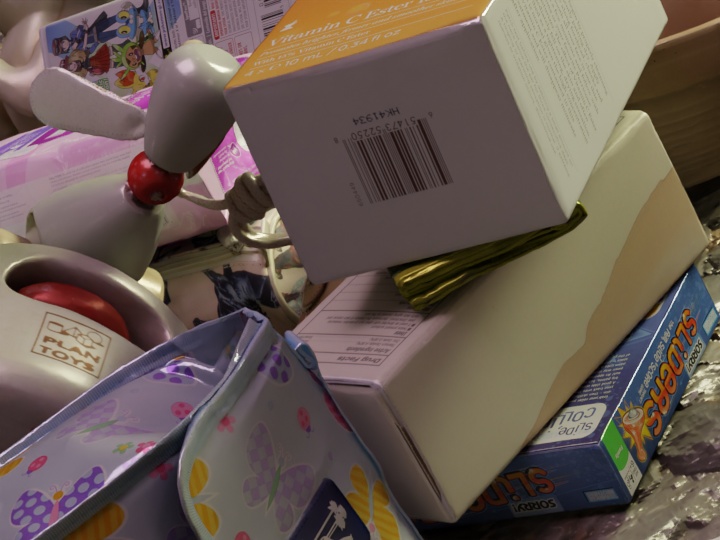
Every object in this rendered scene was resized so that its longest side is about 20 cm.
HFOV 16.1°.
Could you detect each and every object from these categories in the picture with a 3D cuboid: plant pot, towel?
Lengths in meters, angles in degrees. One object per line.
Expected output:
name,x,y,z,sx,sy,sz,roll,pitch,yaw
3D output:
plant pot,0.150,-0.098,1.302,0.200,0.093,0.201,-18,18,6
towel,0.042,-0.039,1.145,0.086,0.018,0.200,-24,21,1

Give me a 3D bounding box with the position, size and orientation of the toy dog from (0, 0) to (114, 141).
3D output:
toy dog,-0.165,-0.127,1.563,0.193,0.200,0.140,-20,-2,-5

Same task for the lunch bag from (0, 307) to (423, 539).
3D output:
lunch bag,-0.072,0.134,1.024,0.200,0.170,0.127,-35,23,-15

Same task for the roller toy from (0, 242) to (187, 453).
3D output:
roller toy,-0.163,0.091,1.183,0.182,0.200,0.140,-16,26,14

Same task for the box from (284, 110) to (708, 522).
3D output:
box,0.055,0.017,1.133,0.095,0.078,0.200,3,39,51

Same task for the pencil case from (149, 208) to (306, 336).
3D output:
pencil case,-0.102,0.020,1.375,0.200,0.089,0.078,-15,40,30

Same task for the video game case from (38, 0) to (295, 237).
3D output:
video game case,-0.092,-0.066,1.438,0.182,0.201,0.022,-15,-10,29

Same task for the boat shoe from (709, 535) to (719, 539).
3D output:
boat shoe,0.105,0.163,0.908,0.065,0.074,0.200,-14,18,40

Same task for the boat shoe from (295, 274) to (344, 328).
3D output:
boat shoe,0.000,0.000,1.248,0.072,0.065,0.200,-16,25,29

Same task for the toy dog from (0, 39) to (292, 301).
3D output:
toy dog,-0.116,-0.044,1.243,0.200,0.132,0.096,-33,42,22

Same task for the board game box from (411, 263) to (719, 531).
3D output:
board game box,0.055,0.064,1.181,0.200,0.035,0.135,-11,30,36

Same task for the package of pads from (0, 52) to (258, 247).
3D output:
package of pads,-0.143,-0.046,1.373,0.200,0.076,0.121,-17,15,26

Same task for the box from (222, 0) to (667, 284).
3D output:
box,0.043,-0.094,1.113,0.124,0.098,0.200,-14,23,26
